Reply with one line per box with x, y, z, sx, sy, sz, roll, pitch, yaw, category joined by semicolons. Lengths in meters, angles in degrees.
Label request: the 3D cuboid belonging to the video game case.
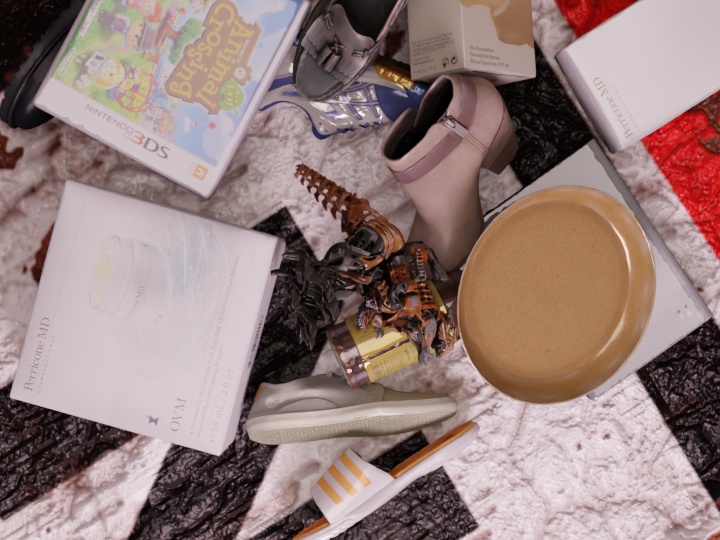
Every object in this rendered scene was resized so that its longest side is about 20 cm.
-0.167;-0.194;1.409;0.181;0.022;0.202;28;88;0;video game case

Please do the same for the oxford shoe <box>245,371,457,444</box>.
-0.009;0.122;1.462;0.197;0.075;0.058;-3;66;0;oxford shoe

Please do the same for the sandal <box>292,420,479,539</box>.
0.013;0.183;1.459;0.206;0.079;0.060;-33;88;-8;sandal

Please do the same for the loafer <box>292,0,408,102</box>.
0.001;-0.229;1.377;0.072;0.063;0.201;38;107;-3;loafer

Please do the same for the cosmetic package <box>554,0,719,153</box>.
0.290;-0.206;1.452;0.199;0.081;0.113;-34;92;-1;cosmetic package

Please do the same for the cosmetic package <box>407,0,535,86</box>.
0.098;-0.272;1.431;0.104;0.071;0.203;-2;88;-44;cosmetic package

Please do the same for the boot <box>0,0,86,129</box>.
-0.213;-0.171;1.456;0.168;0.076;0.201;38;84;4;boot

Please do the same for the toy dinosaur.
0.000;0.000;1.382;0.135;0.103;0.200;-29;58;-23;toy dinosaur

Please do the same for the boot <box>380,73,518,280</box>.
0.064;-0.081;1.413;0.070;0.146;0.201;32;94;35;boot

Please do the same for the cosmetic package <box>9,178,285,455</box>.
-0.190;0.041;1.434;0.198;0.123;0.202;15;90;2;cosmetic package

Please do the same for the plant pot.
0.173;0.020;1.415;0.198;0.027;0.203;-5;106;-19;plant pot

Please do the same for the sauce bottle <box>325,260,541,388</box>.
0.068;0.041;1.433;0.198;0.065;0.065;-23;90;-4;sauce bottle

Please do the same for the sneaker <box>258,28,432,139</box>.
-0.006;-0.159;1.468;0.198;0.075;0.089;20;105;4;sneaker

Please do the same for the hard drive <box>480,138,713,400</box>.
0.216;-0.001;1.476;0.139;0.033;0.201;-34;89;0;hard drive
